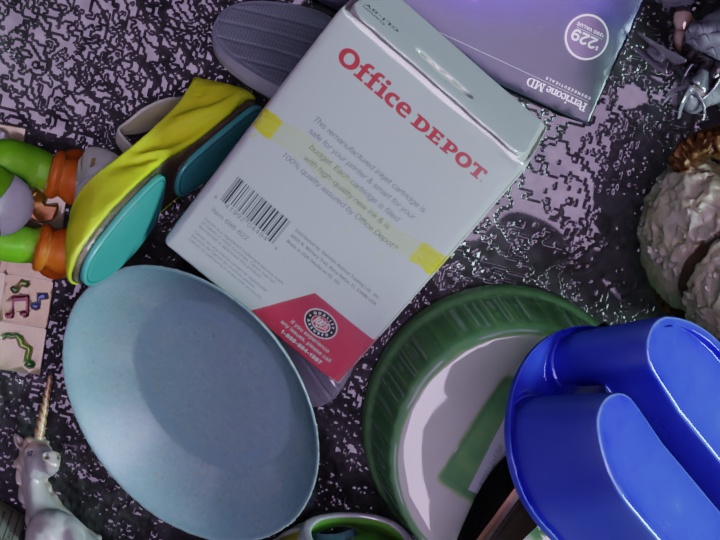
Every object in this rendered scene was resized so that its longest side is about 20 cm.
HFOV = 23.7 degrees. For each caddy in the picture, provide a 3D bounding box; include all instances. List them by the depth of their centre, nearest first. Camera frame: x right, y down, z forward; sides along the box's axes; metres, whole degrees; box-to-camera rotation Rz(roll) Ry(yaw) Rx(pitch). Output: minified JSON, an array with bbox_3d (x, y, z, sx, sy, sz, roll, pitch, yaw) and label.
[{"bbox_3d":[0.172,0.120,1.020,0.200,0.105,0.142,49,55,-14],"label":"caddy"}]

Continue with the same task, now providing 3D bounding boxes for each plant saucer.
[{"bbox_3d":[-0.104,0.081,1.114,0.200,0.039,0.202,14,121,25],"label":"plant saucer"}]

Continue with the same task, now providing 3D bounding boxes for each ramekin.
[{"bbox_3d":[0.103,0.116,1.172,0.199,0.098,0.201,-1,99,-5],"label":"ramekin"}]

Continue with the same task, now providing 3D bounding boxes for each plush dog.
[{"bbox_3d":[0.246,0.002,1.120,0.160,0.172,0.201,-16,134,-28],"label":"plush dog"}]

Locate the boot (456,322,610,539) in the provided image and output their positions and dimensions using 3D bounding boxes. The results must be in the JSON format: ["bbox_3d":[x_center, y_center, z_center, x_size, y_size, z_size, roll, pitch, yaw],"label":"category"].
[{"bbox_3d":[0.138,0.142,1.092,0.097,0.075,0.201,34,93,-7],"label":"boot"}]

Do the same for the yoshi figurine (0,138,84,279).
[{"bbox_3d":[-0.280,-0.055,1.118,0.199,0.113,0.112,11,139,-21],"label":"yoshi figurine"}]

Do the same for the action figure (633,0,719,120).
[{"bbox_3d":[0.252,-0.178,1.080,0.130,0.069,0.200,33,83,20],"label":"action figure"}]

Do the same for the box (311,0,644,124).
[{"bbox_3d":[0.084,-0.201,1.131,0.199,0.079,0.142,23,99,-9],"label":"box"}]

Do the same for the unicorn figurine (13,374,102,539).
[{"bbox_3d":[-0.185,0.193,1.155,0.074,0.137,0.201,-29,117,-6],"label":"unicorn figurine"}]

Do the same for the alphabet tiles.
[{"bbox_3d":[-0.290,-0.007,1.161,0.165,0.006,0.201,9,99,-7],"label":"alphabet tiles"}]

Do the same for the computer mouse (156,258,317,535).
[{"bbox_3d":[-0.076,0.073,1.172,0.140,0.046,0.200,-39,91,15],"label":"computer mouse"}]

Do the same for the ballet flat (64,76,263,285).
[{"bbox_3d":[-0.141,-0.063,1.096,0.067,0.200,0.067,32,140,13],"label":"ballet flat"}]

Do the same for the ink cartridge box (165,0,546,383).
[{"bbox_3d":[-0.002,-0.055,1.065,0.145,0.083,0.200,40,117,-2],"label":"ink cartridge box"}]

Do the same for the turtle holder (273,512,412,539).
[{"bbox_3d":[-0.033,0.232,1.153,0.184,0.141,0.132,13,113,0],"label":"turtle holder"}]

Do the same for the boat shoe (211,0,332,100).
[{"bbox_3d":[-0.008,-0.114,1.136,0.199,0.067,0.074,24,61,13],"label":"boat shoe"}]

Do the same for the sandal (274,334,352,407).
[{"bbox_3d":[-0.008,-0.004,1.168,0.079,0.059,0.207,29,117,7],"label":"sandal"}]

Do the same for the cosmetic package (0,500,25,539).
[{"bbox_3d":[-0.332,0.162,1.136,0.199,0.103,0.087,33,97,-9],"label":"cosmetic package"}]

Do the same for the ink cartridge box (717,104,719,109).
[{"bbox_3d":[0.336,-0.111,1.165,0.144,0.084,0.200,-34,101,1],"label":"ink cartridge box"}]
